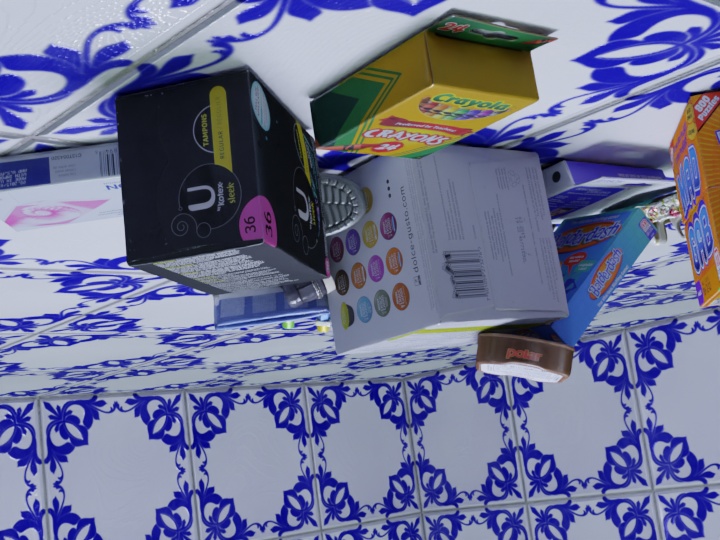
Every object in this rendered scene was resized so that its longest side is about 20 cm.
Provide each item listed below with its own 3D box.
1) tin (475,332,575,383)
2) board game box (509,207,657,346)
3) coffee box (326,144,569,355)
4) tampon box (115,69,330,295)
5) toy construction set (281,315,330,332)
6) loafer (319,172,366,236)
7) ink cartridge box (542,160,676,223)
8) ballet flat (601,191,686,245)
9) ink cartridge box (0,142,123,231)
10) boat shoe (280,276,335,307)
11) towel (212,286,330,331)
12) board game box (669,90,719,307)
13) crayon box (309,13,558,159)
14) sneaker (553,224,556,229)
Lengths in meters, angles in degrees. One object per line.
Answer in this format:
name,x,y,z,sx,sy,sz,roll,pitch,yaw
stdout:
tin,0.188,0.104,1.265,0.111,0.042,0.200,12,172,8
board game box,0.258,0.012,1.347,0.200,0.045,0.152,-49,-163,-21
coffee box,0.088,-0.020,1.255,0.199,0.201,0.197,-2,168,-36
tampon box,-0.119,-0.069,0.979,0.125,0.151,0.200,-9,169,12
toy construction set,-0.083,0.021,1.561,0.130,0.093,0.200,-2,-166,-6
loafer,-0.081,-0.077,1.227,0.199,0.076,0.070,-3,-165,24
ink cartridge box,0.295,-0.104,1.384,0.197,0.044,0.199,-1,168,-39
ballet flat,0.396,-0.067,1.384,0.199,0.064,0.075,-17,170,42
ink cartridge box,-0.275,-0.079,1.116,0.195,0.044,0.200,-8,168,0
boat shoe,-0.102,-0.015,1.289,0.063,0.073,0.200,-34,-144,-14
towel,-0.113,0.002,1.348,0.146,0.201,0.024,-8,127,-1
board game box,0.466,-0.084,1.185,0.198,0.201,0.200,-9,169,8
crayon box,0.062,-0.153,0.942,0.126,0.051,0.200,1,166,-37
sneaker,0.240,-0.054,1.545,0.090,0.067,0.200,-9,167,20
